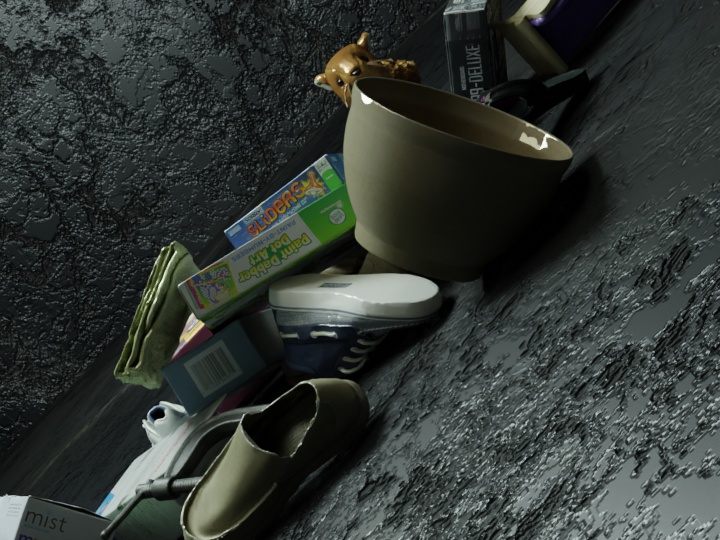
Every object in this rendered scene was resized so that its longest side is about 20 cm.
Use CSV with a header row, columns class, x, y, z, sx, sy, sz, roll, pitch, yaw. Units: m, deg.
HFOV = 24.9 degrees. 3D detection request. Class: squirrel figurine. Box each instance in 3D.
class,x,y,z,sx,sy,sz,roll,pitch,yaw
squirrel figurine,0.030,-0.210,2.088,0.142,0.187,0.200,-45,9,9

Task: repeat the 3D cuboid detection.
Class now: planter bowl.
class,x,y,z,sx,sy,sz,roll,pitch,yaw
planter bowl,0.069,-0.073,1.424,0.200,0.200,0.135,-81,10,-74

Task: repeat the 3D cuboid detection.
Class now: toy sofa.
class,x,y,z,sx,sy,sz,roll,pitch,yaw
toy sofa,0.259,-0.319,1.857,0.200,0.083,0.098,-49,20,-15

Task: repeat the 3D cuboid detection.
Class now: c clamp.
class,x,y,z,sx,sy,sz,roll,pitch,yaw
c clamp,-0.118,0.177,1.473,0.200,0.027,0.171,-15,26,28

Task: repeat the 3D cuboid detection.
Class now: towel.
class,x,y,z,sx,sy,sz,roll,pitch,yaw
towel,-0.201,0.052,1.658,0.200,0.036,0.149,102,-171,-82

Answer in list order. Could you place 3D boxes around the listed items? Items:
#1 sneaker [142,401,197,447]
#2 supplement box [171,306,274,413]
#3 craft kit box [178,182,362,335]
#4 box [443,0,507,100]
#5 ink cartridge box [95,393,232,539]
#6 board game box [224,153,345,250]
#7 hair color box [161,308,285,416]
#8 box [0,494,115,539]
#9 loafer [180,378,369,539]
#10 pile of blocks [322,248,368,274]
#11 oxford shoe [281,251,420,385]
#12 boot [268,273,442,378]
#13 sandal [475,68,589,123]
class,x,y,z,sx,sy,sz,roll,pitch,yaw
sneaker,-0.201,0.178,1.804,0.075,0.087,0.200,-52,9,-17
supplement box,-0.160,0.088,1.946,0.131,0.103,0.200,-46,10,-4
craft kit box,-0.080,-0.008,1.630,0.200,0.049,0.198,-32,-3,-5
box,0.137,-0.247,1.892,0.050,0.158,0.200,-4,22,11
ink cartridge box,-0.186,0.215,1.643,0.200,0.067,0.116,-37,13,46
board game box,-0.048,-0.070,1.692,0.135,0.034,0.200,-36,-6,15
hair color box,-0.131,0.093,1.735,0.099,0.061,0.200,-33,-4,10
box,-0.323,0.312,1.573,0.200,0.097,0.177,-23,48,68
loafer,-0.084,0.156,1.366,0.200,0.068,0.076,-45,48,6
pile of blocks,0.000,0.000,1.781,0.062,0.082,0.200,2,47,33
oxford shoe,-0.023,0.043,1.616,0.200,0.075,0.070,-40,12,34
boot,0.001,0.055,1.520,0.200,0.090,0.073,4,22,44
sandal,0.154,-0.172,1.639,0.075,0.048,0.200,-12,15,44
